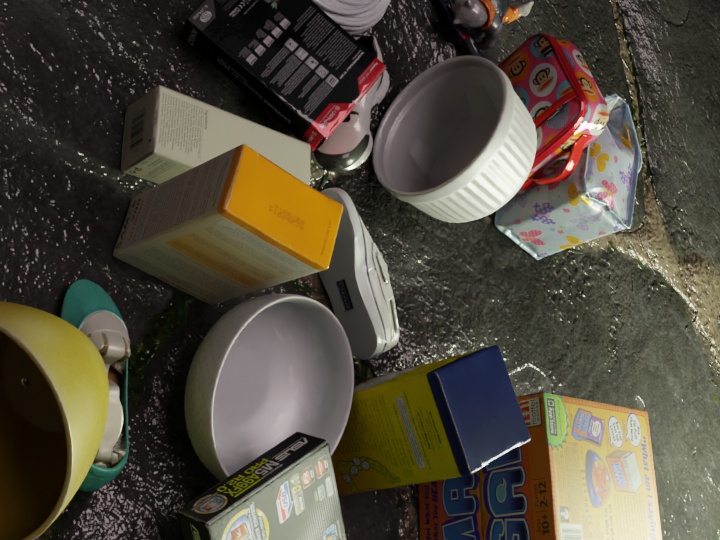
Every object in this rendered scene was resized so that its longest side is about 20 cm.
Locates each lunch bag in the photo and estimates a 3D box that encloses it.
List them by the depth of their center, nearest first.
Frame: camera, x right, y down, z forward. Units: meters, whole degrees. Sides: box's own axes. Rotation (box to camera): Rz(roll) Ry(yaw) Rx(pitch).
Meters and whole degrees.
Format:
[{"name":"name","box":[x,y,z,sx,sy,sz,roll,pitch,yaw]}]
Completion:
[{"name":"lunch bag","box":[0.226,-0.191,1.424,0.082,0.200,0.176,4,55,-43]},{"name":"lunch bag","box":[0.296,-0.137,1.504,0.127,0.169,0.200,32,55,-30]}]

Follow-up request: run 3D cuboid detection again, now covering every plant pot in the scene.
[{"name":"plant pot","box":[-0.284,0.108,0.875,0.200,0.200,0.142,65,21,-4]}]

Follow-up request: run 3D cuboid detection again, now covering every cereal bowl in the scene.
[{"name":"cereal bowl","box":[-0.100,0.120,1.079,0.200,0.083,0.201,-10,104,-46]}]

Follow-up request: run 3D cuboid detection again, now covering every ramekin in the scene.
[{"name":"ramekin","box":[0.123,-0.155,1.335,0.105,0.200,0.201,36,53,-41]}]

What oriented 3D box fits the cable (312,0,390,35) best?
[{"name":"cable","box":[-0.044,-0.387,1.344,0.200,0.069,0.200,36,54,-28]}]

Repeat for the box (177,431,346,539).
[{"name":"box","box":[-0.082,0.280,1.032,0.160,0.044,0.201,-28,117,-43]}]

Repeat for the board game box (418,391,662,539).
[{"name":"board game box","box":[0.206,0.266,1.253,0.200,0.200,0.201,14,66,-39]}]

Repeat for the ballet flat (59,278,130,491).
[{"name":"ballet flat","box":[-0.235,0.099,0.986,0.067,0.070,0.201,11,67,-40]}]

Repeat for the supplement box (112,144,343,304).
[{"name":"supplement box","box":[-0.130,-0.039,1.043,0.126,0.200,0.074,30,60,-34]}]

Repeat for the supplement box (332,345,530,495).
[{"name":"supplement box","box":[0.061,0.162,1.152,0.109,0.200,0.110,-17,87,-45]}]

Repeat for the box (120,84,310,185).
[{"name":"box","box":[-0.150,-0.121,1.148,0.200,0.068,0.082,19,63,-38]}]

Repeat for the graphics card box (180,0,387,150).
[{"name":"graphics card box","box":[-0.085,-0.245,1.209,0.200,0.051,0.126,40,67,-6]}]

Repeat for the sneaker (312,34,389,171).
[{"name":"sneaker","box":[-0.017,-0.201,1.285,0.080,0.074,0.200,79,19,-50]}]

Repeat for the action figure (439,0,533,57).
[{"name":"action figure","box":[0.167,-0.403,1.529,0.200,0.104,0.194,55,37,-17]}]

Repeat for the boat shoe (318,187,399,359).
[{"name":"boat shoe","box":[0.000,0.000,1.247,0.066,0.072,0.200,-17,88,-50]}]
